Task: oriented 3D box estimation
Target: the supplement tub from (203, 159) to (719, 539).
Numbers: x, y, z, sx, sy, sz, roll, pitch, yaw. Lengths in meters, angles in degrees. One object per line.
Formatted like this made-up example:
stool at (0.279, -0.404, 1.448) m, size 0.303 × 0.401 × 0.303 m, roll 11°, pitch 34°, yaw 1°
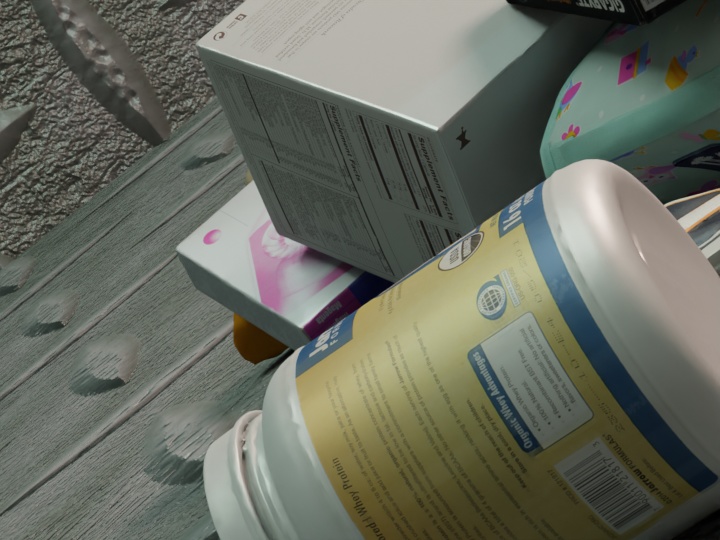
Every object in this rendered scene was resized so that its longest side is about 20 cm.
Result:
supplement tub at (0.052, 0.065, 1.106) m, size 0.200 × 0.145 × 0.145 m, roll -35°, pitch 11°, yaw 16°

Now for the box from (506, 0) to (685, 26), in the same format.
box at (0.161, -0.186, 1.412) m, size 0.159 × 0.046 × 0.200 m, roll -31°, pitch 15°, yaw -11°

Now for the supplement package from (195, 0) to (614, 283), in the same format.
supplement package at (0.045, -0.091, 1.576) m, size 0.200 × 0.151 × 0.152 m, roll 23°, pitch 56°, yaw 43°

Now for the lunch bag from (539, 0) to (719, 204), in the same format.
lunch bag at (0.200, -0.110, 1.434) m, size 0.200 × 0.122 × 0.170 m, roll -39°, pitch 10°, yaw -40°

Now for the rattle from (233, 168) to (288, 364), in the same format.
rattle at (0.000, 0.000, 1.806) m, size 0.200 × 0.130 × 0.143 m, roll 20°, pitch 72°, yaw 42°

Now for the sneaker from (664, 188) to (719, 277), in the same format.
sneaker at (0.124, 0.027, 1.226) m, size 0.200 × 0.079 × 0.079 m, roll -28°, pitch 15°, yaw -4°

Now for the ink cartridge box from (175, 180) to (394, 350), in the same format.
ink cartridge box at (0.016, -0.031, 1.681) m, size 0.196 × 0.043 × 0.200 m, roll -42°, pitch 38°, yaw -16°
